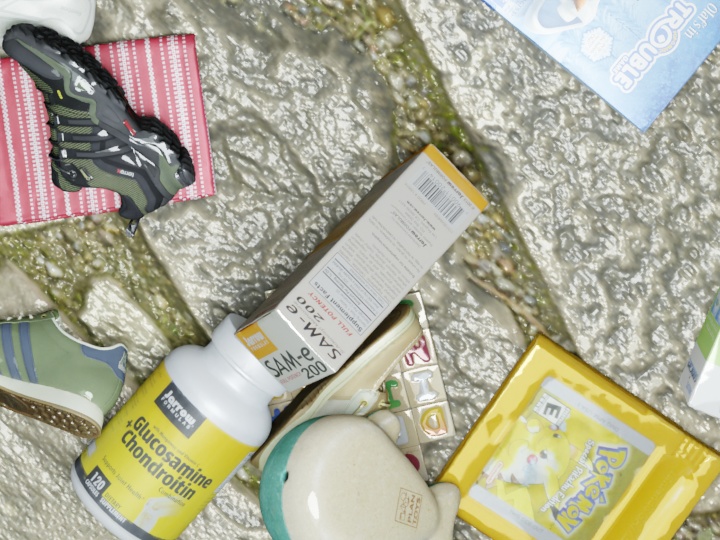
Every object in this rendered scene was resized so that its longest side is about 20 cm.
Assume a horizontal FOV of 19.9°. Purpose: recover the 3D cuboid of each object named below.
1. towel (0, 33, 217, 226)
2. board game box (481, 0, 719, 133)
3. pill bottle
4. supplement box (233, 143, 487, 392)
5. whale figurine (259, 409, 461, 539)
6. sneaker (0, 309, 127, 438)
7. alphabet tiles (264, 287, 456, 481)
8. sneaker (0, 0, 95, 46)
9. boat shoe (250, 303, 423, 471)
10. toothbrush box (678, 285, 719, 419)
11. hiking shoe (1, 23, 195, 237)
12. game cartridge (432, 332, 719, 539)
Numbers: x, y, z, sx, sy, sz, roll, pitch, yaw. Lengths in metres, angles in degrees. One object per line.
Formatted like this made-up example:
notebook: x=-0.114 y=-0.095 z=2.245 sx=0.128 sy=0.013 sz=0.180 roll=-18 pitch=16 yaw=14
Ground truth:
towel: x=-0.230 y=-0.121 z=1.766 sx=0.199 sy=0.022 sz=0.145 roll=-7 pitch=98 yaw=2
board game box: x=0.223 y=-0.254 z=1.707 sx=0.199 sy=0.043 sz=0.200 roll=38 pitch=100 yaw=-5
pill bottle: x=-0.148 y=0.136 z=1.761 sx=0.112 sy=0.112 sz=0.200 roll=41 pitch=100 yaw=-4
supplement box: x=0.000 y=0.000 z=1.682 sx=0.074 sy=0.126 sz=0.200 roll=45 pitch=70 yaw=-6
whale figurine: x=-0.002 y=0.195 z=1.723 sx=0.104 sy=0.200 sz=0.160 roll=-4 pitch=71 yaw=44
sneaker: x=-0.292 y=0.072 z=1.787 sx=0.200 sy=0.067 sz=0.090 roll=20 pitch=64 yaw=18
alphabet tiles: x=-0.011 y=0.101 z=1.801 sx=0.166 sy=0.006 sz=0.201 roll=-14 pitch=99 yaw=5
sneaker: x=-0.320 y=-0.227 z=1.730 sx=0.199 sy=0.075 sz=0.081 roll=3 pitch=109 yaw=3
boat shoe: x=-0.009 y=0.112 z=1.768 sx=0.066 sy=0.074 sz=0.200 roll=41 pitch=111 yaw=-10
toothbrush box: x=0.375 y=0.041 z=1.730 sx=0.145 sy=0.086 sz=0.201 roll=21 pitch=100 yaw=-1
hiking shoe: x=-0.235 y=-0.116 z=1.711 sx=0.101 sy=0.076 sz=0.200 roll=-44 pitch=104 yaw=10
game cartridge: x=0.188 y=0.180 z=1.792 sx=0.200 sy=0.032 sz=0.177 roll=33 pitch=100 yaw=-2
